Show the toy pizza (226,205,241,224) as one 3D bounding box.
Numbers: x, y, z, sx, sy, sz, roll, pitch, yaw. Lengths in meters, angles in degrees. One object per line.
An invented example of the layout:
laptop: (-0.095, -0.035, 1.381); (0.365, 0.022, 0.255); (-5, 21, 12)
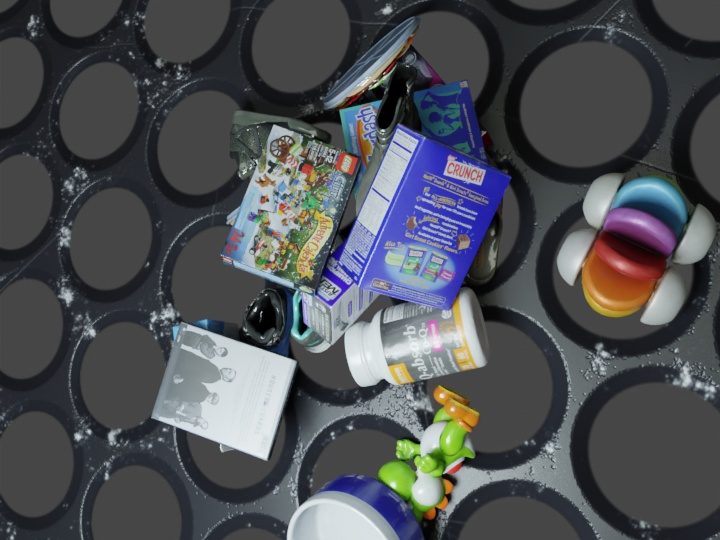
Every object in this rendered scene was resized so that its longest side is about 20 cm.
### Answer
toy pizza: (-0.122, -0.123, 1.110); (0.198, 0.200, 0.032); (-33, 97, 13)

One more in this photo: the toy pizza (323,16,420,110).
toy pizza: (0.021, -0.313, 1.099); (0.199, 0.201, 0.032); (-41, 108, 11)

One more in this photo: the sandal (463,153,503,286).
sandal: (0.174, -0.079, 1.051); (0.079, 0.055, 0.206); (3, 89, -3)

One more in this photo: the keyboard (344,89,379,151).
keyboard: (0.033, -0.170, 1.119); (0.202, 0.020, 0.127); (57, 137, 15)

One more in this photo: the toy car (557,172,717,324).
toy car: (0.363, -0.036, 0.942); (0.173, 0.150, 0.204); (27, 93, 21)

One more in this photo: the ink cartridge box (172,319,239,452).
ink cartridge box: (-0.238, 0.189, 1.152); (0.066, 0.116, 0.205); (-12, 79, 15)

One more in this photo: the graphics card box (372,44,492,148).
graphics card box: (0.098, -0.238, 1.118); (0.125, 0.051, 0.202); (-40, 71, 11)

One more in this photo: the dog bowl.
dog bowl: (-0.006, 0.402, 1.023); (0.196, 0.078, 0.205); (10, 110, 30)

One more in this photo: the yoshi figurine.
yoshi figurine: (0.088, 0.269, 1.036); (0.111, 0.112, 0.204); (28, 96, 36)

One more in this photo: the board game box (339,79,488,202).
board game box: (0.077, -0.181, 1.040); (0.195, 0.045, 0.156); (-13, 71, 4)

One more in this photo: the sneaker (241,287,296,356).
sneaker: (-0.152, 0.126, 1.131); (0.075, 0.111, 0.205); (14, 89, 20)

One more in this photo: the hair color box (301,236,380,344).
hair color box: (0.000, 0.000, 1.047); (0.064, 0.110, 0.200); (33, 62, 19)

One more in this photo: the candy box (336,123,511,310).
candy box: (0.084, -0.066, 0.932); (0.077, 0.166, 0.203); (42, 111, 50)

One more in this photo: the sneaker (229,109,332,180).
sneaker: (-0.139, -0.199, 1.188); (0.195, 0.076, 0.117); (11, 89, 24)

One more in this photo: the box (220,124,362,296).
box: (-0.091, -0.083, 0.972); (0.134, 0.038, 0.204); (18, 73, 2)

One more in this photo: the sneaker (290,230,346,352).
sneaker: (-0.065, 0.027, 1.123); (0.076, 0.091, 0.206); (6, 85, 19)

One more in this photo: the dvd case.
dvd case: (-0.204, 0.179, 1.073); (0.195, 0.025, 0.154); (16, 85, 11)

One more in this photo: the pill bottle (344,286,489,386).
pill bottle: (0.083, 0.103, 1.046); (0.196, 0.116, 0.119); (-16, 78, 17)

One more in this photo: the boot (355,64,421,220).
boot: (0.031, -0.161, 0.946); (0.066, 0.131, 0.204); (14, 74, 13)
